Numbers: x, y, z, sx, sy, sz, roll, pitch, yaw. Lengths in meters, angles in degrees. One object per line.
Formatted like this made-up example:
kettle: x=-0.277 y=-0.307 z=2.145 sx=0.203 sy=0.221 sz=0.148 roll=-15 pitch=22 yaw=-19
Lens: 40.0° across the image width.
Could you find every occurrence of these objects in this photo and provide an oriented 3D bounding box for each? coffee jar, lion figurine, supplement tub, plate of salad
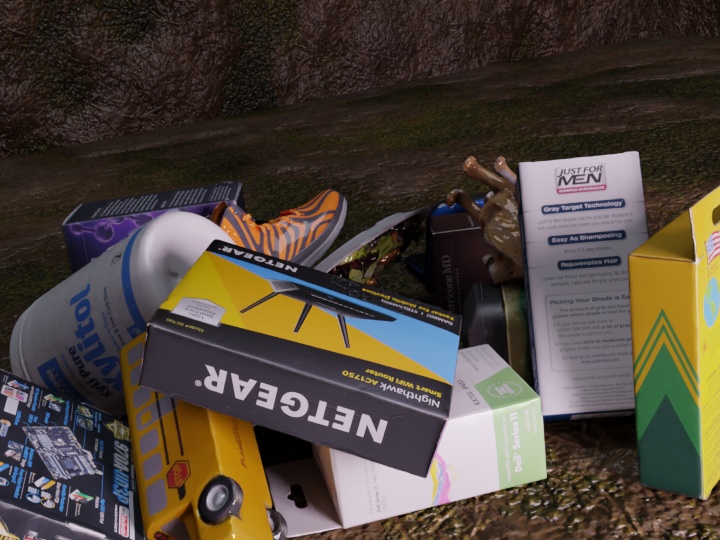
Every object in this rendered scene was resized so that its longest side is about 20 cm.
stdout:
coffee jar: x=0.187 y=0.049 z=0.871 sx=0.195 sy=0.087 sz=0.105 roll=-5 pitch=17 yaw=7
lion figurine: x=0.154 y=-0.050 z=0.935 sx=0.122 sy=0.073 sz=0.199 roll=38 pitch=27 yaw=18
supplement tub: x=-0.195 y=0.047 z=0.854 sx=0.198 sy=0.133 sz=0.132 roll=-29 pitch=4 yaw=32
plate of salad: x=0.000 y=0.000 z=1.052 sx=0.198 sy=0.048 sz=0.200 roll=-35 pitch=-7 yaw=-5

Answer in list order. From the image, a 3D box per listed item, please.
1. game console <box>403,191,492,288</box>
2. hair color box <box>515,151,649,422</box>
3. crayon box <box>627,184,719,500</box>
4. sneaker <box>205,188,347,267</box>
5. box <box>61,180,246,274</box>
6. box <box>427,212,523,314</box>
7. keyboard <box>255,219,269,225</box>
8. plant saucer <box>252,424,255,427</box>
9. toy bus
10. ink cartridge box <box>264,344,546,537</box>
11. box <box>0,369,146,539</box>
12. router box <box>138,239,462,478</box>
game console: x=0.157 y=-0.056 z=1.183 sx=0.196 sy=0.173 sz=0.119 roll=-11 pitch=44 yaw=-10
hair color box: x=0.182 y=0.014 z=0.792 sx=0.098 sy=0.204 sz=0.061 roll=-4 pitch=-13 yaw=6
crayon box: x=0.236 y=0.037 z=0.693 sx=0.050 sy=0.204 sz=0.126 roll=6 pitch=21 yaw=38
sneaker: x=-0.097 y=-0.044 z=1.050 sx=0.077 sy=0.112 sz=0.201 roll=-19 pitch=27 yaw=51
box: x=-0.222 y=-0.008 z=1.130 sx=0.196 sy=0.151 sz=0.105 roll=-9 pitch=17 yaw=-1
box: x=0.174 y=-0.013 z=1.053 sx=0.196 sy=0.102 sz=0.075 roll=-7 pitch=17 yaw=4
keyboard: x=-0.169 y=-0.038 z=1.226 sx=0.196 sy=0.040 sz=0.105 roll=9 pitch=45 yaw=-12
plant saucer: x=-0.095 y=0.088 z=0.829 sx=0.198 sy=0.035 sz=0.200 roll=-32 pitch=11 yaw=7
toy bus: x=-0.113 y=0.124 z=0.685 sx=0.078 sy=0.065 sz=0.202 roll=-31 pitch=46 yaw=10
ink cartridge box: x=0.025 y=0.123 z=0.738 sx=0.196 sy=0.069 sz=0.117 roll=-11 pitch=18 yaw=-11
box: x=-0.231 y=0.140 z=0.695 sx=0.157 sy=0.047 sz=0.200 roll=26 pitch=8 yaw=-19
router box: x=-0.033 y=0.053 z=0.678 sx=0.196 sy=0.052 sz=0.150 roll=17 pitch=25 yaw=2
